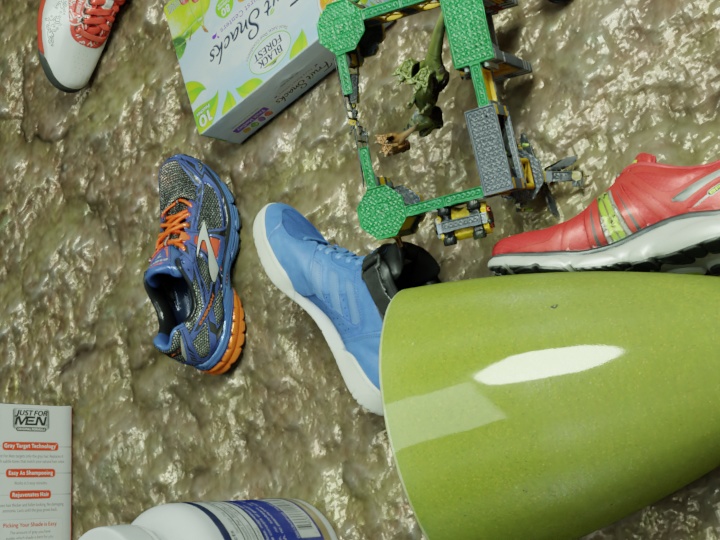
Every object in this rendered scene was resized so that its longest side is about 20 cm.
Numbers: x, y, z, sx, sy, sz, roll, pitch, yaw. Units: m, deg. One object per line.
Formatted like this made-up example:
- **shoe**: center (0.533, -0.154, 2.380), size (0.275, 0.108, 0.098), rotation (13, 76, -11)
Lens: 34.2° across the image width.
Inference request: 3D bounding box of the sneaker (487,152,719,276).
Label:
- **sneaker**: center (0.178, -0.032, 0.767), size (0.199, 0.077, 0.086), rotation (-13, 64, 31)

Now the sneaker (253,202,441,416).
- **sneaker**: center (0.001, 0.000, 0.894), size (0.111, 0.076, 0.201), rotation (-50, 60, 30)

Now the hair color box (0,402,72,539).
- **hair color box**: center (-0.336, 0.231, 1.129), size (0.061, 0.101, 0.202), rotation (-11, 76, 38)

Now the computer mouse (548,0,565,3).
- **computer mouse**: center (0.187, -0.284, 0.809), size (0.200, 0.044, 0.110), rotation (-35, 58, 37)

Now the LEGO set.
- **LEGO set**: center (0.061, -0.116, 0.838), size (0.153, 0.116, 0.201), rotation (-22, 84, 23)

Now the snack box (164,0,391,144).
- **snack box**: center (-0.075, -0.222, 1.010), size (0.199, 0.053, 0.143), rotation (-33, 65, 32)

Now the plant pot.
- **plant pot**: center (0.140, 0.075, 0.720), size (0.199, 0.187, 0.189), rotation (-18, 72, 22)

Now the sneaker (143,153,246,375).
- **sneaker**: center (-0.151, -0.010, 1.025), size (0.075, 0.078, 0.202), rotation (-23, 69, 34)

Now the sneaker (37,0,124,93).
- **sneaker**: center (-0.259, -0.280, 1.165), size (0.107, 0.067, 0.203), rotation (5, 84, 43)

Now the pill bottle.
- **pill bottle**: center (-0.116, 0.234, 0.878), size (0.119, 0.199, 0.121), rotation (-7, 79, 39)
